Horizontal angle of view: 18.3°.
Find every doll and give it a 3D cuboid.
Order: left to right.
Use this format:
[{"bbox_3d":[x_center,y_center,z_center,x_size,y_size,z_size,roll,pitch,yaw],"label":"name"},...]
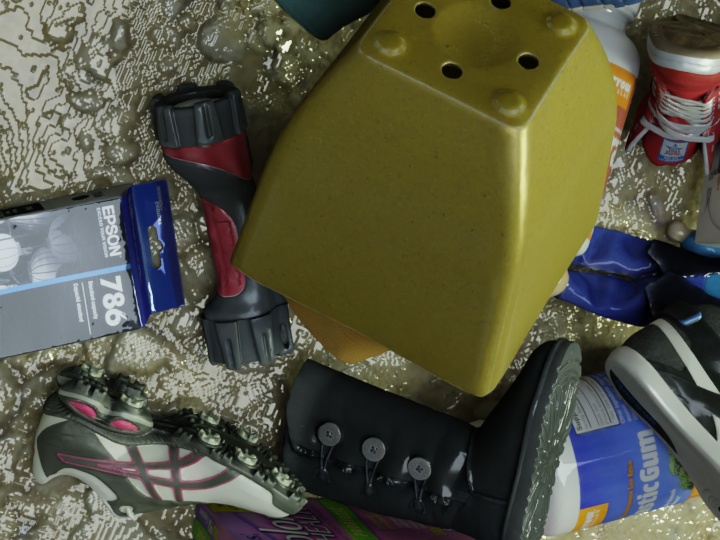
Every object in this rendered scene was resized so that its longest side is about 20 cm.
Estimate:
[{"bbox_3d":[0.231,0.017,1.688,0.198,0.049,0.137,12,58,-14],"label":"doll"}]

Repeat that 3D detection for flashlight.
[{"bbox_3d":[-0.101,-0.030,1.581,0.068,0.067,0.202,-27,117,-44],"label":"flashlight"}]

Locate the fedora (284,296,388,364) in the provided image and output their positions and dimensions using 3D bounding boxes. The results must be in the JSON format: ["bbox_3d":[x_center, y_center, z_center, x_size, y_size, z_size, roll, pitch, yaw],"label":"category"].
[{"bbox_3d":[0.000,0.000,1.578,0.200,0.201,0.082,35,122,-23],"label":"fedora"}]

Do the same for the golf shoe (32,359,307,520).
[{"bbox_3d":[-0.137,0.140,1.596,0.199,0.077,0.089,24,100,-6],"label":"golf shoe"}]

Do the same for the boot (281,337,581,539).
[{"bbox_3d":[0.046,0.103,1.601,0.199,0.066,0.166,18,100,23],"label":"boot"}]

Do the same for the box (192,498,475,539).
[{"bbox_3d":[-0.007,0.235,1.610,0.198,0.176,0.098,3,101,-19],"label":"box"}]

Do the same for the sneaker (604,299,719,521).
[{"bbox_3d":[0.280,0.107,1.622,0.112,0.073,0.200,-39,90,-16],"label":"sneaker"}]

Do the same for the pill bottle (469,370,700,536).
[{"bbox_3d":[0.170,0.137,1.685,0.198,0.112,0.113,-13,106,-17],"label":"pill bottle"}]

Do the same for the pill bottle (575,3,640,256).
[{"bbox_3d":[0.137,-0.120,1.611,0.111,0.112,0.202,17,88,-22],"label":"pill bottle"}]

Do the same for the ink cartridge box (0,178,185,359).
[{"bbox_3d":[-0.219,0.003,1.558,0.198,0.039,0.100,-13,105,-17],"label":"ink cartridge box"}]

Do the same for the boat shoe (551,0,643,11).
[{"bbox_3d":[0.139,-0.222,1.540,0.198,0.073,0.072,-12,145,12],"label":"boat shoe"}]

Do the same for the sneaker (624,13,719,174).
[{"bbox_3d":[0.233,-0.121,1.617,0.071,0.200,0.113,18,103,11],"label":"sneaker"}]

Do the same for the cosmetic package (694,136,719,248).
[{"bbox_3d":[0.314,-0.114,1.642,0.051,0.151,0.202,9,87,-21],"label":"cosmetic package"}]

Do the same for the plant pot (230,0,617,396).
[{"bbox_3d":[0.054,-0.084,1.425,0.194,0.201,0.195,27,51,11],"label":"plant pot"}]

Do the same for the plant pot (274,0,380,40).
[{"bbox_3d":[-0.001,-0.263,1.503,0.188,0.200,0.200,-42,112,9],"label":"plant pot"}]
